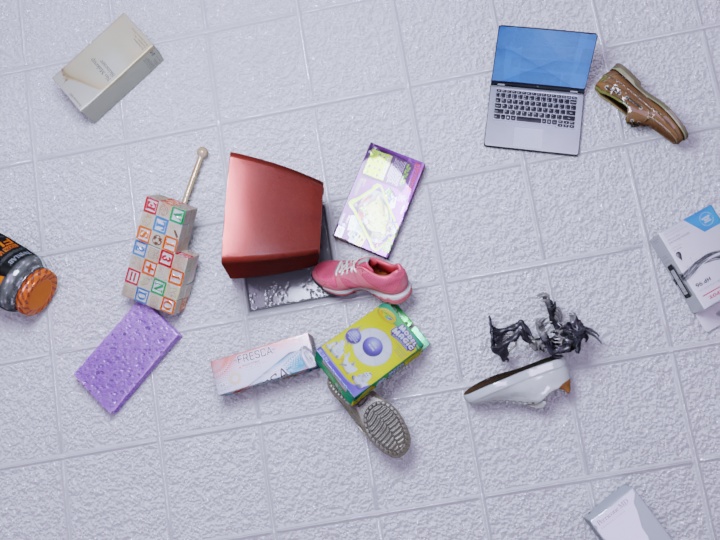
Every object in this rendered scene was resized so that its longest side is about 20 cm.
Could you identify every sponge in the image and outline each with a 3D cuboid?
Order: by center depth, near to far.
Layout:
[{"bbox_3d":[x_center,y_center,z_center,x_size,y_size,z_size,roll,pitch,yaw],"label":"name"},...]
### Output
[{"bbox_3d":[-0.454,0.166,1.573,0.111,0.030,0.201,40,87,10],"label":"sponge"}]

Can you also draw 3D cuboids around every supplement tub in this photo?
[{"bbox_3d":[-0.703,-0.001,1.575,0.198,0.123,0.124,29,84,8],"label":"supplement tub"}]

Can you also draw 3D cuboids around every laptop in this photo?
[{"bbox_3d":[0.341,-0.341,1.541,0.184,0.116,0.203,7,81,7],"label":"laptop"}]

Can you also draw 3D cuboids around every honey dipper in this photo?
[{"bbox_3d":[-0.344,-0.151,1.610,0.037,0.038,0.203,19,83,8],"label":"honey dipper"}]

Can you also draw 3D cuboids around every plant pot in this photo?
[{"bbox_3d":[-0.159,-0.092,1.514,0.173,0.200,0.203,3,81,-3],"label":"plant pot"}]

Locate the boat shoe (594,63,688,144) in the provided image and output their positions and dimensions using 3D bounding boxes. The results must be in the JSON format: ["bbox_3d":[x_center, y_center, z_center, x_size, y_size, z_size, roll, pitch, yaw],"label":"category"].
[{"bbox_3d":[0.536,-0.304,1.546,0.068,0.072,0.200,-41,70,2],"label":"boat shoe"}]

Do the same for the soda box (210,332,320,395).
[{"bbox_3d":[-0.180,0.179,1.529,0.197,0.064,0.069,-17,79,3],"label":"soda box"}]

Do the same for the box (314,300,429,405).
[{"bbox_3d":[0.027,0.144,1.490,0.199,0.049,0.118,-33,70,-26],"label":"box"}]

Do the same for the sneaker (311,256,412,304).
[{"bbox_3d":[0.000,0.000,1.514,0.197,0.087,0.074,8,53,15],"label":"sneaker"}]

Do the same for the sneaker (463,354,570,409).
[{"bbox_3d":[0.290,0.225,1.476,0.197,0.073,0.086,-19,92,8],"label":"sneaker"}]

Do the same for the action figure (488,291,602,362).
[{"bbox_3d":[0.334,0.107,1.470,0.197,0.119,0.103,-8,113,12],"label":"action figure"}]

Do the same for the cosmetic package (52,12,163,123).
[{"bbox_3d":[-0.516,-0.414,1.651,0.200,0.073,0.104,-44,80,-4],"label":"cosmetic package"}]

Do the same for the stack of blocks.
[{"bbox_3d":[-0.375,-0.032,1.553,0.114,0.059,0.203,19,101,9],"label":"stack of blocks"}]

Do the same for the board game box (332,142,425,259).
[{"bbox_3d":[0.037,-0.137,1.579,0.119,0.032,0.202,22,84,12],"label":"board game box"}]

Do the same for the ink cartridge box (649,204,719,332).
[{"bbox_3d":[0.640,-0.002,1.483,0.115,0.068,0.202,-28,80,0],"label":"ink cartridge box"}]

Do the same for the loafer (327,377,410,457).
[{"bbox_3d":[0.019,0.261,1.494,0.075,0.068,0.200,-40,76,-6],"label":"loafer"}]

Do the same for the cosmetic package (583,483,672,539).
[{"bbox_3d":[0.497,0.491,1.415,0.101,0.071,0.201,-37,79,-1],"label":"cosmetic package"}]
